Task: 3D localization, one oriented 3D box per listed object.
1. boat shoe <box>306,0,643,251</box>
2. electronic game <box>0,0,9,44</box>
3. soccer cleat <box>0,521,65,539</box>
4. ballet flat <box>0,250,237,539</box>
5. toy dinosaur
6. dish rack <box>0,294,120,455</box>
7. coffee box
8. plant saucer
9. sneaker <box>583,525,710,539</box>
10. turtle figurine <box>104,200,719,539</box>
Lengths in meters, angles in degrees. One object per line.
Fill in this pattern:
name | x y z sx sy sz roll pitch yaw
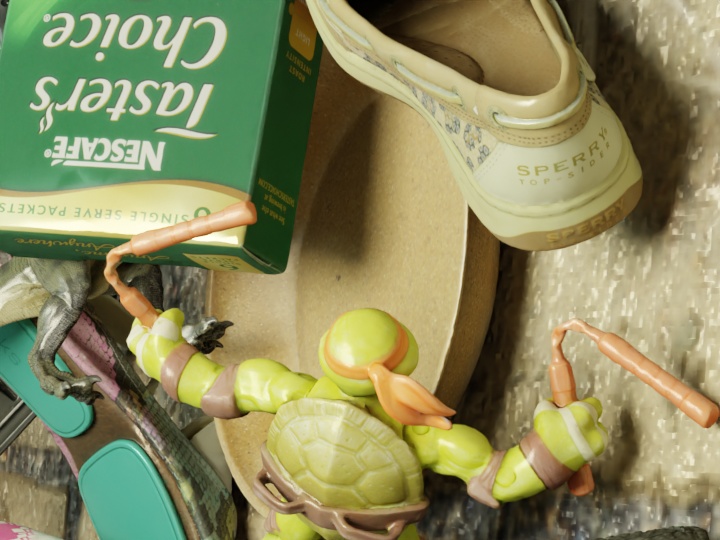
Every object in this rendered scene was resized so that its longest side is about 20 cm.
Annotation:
boat shoe | 0.031 -0.088 0.711 0.200 0.073 0.063 52 168 44
electronic game | -0.170 -0.099 0.975 0.200 0.042 0.200 -6 82 48
soccer cleat | -0.099 0.145 0.866 0.200 0.086 0.070 28 140 56
ballet flat | -0.100 0.063 0.909 0.069 0.071 0.200 -34 92 46
toy dinosaur | -0.108 0.006 0.851 0.088 0.200 0.047 55 173 22
dish rack | -0.205 0.067 1.069 0.153 0.055 0.200 -48 10 -24
coffee box | -0.074 -0.101 0.818 0.123 0.044 0.200 6 78 22
plant saucer | 0.000 0.000 0.808 0.200 0.035 0.201 -26 60 56
sneaker | 0.056 0.144 0.653 0.200 0.077 0.089 -54 52 48
turtle figurine | 0.008 0.069 0.689 0.064 0.200 0.161 -66 -16 -46
